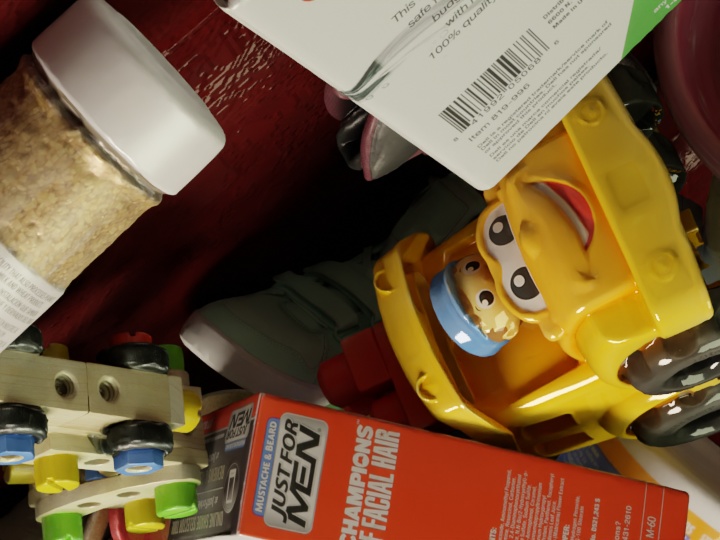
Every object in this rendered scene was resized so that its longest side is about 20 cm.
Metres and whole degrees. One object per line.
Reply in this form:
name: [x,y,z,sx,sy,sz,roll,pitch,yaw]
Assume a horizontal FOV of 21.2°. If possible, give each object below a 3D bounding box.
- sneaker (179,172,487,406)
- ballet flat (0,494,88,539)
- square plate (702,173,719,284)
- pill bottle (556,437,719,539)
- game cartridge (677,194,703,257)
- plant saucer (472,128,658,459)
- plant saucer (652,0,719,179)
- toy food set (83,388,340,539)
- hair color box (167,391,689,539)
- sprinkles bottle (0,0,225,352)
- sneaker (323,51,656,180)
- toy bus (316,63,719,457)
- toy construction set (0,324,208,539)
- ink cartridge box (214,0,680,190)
sneaker: [0.000,0.000,0.938,0.200,0.074,0.119,0,122,-53]
ballet flat: [-0.150,0.140,0.965,0.067,0.067,0.200,-65,163,2]
square plate: [0.249,-0.079,1.048,0.198,0.028,0.201,-13,-119,65]
pill bottle: [0.111,0.170,0.977,0.200,0.112,0.112,-53,160,13]
game cartridge: [0.141,0.058,1.103,0.133,0.041,0.201,136,-29,-64]
plant saucer: [0.120,0.025,1.065,0.200,0.048,0.200,-56,-159,37]
plant saucer: [0.246,-0.114,0.952,0.200,0.201,0.051,-42,161,0]
toy food set: [-0.068,0.155,0.956,0.200,0.049,0.199,-35,121,-39]
hair color box: [0.028,0.109,0.840,0.199,0.064,0.111,14,165,-18]
sprinkles bottle: [-0.138,-0.001,0.637,0.200,0.068,0.068,-42,162,3]
sneaker: [0.046,-0.083,0.842,0.115,0.076,0.200,-42,152,18]
toy bus: [0.069,0.019,0.841,0.191,0.136,0.200,-23,160,7]
toy construction set: [-0.142,0.071,0.781,0.131,0.093,0.200,-24,169,41]
ink cartridge box: [0.032,-0.126,0.629,0.147,0.083,0.200,-44,153,9]
